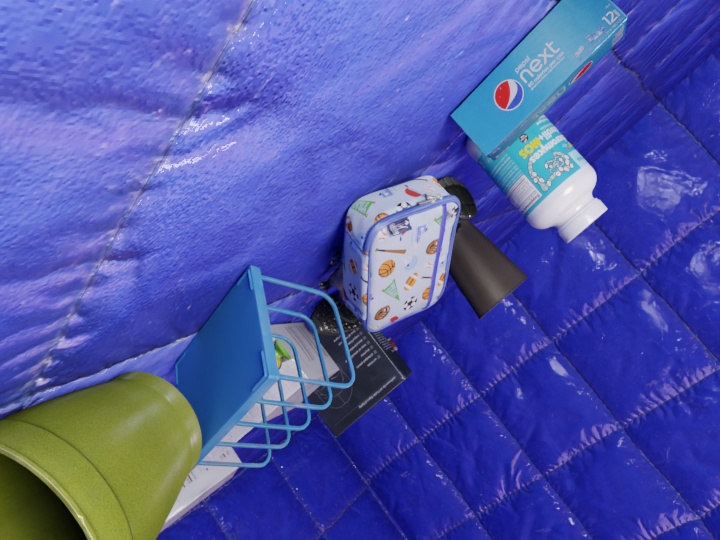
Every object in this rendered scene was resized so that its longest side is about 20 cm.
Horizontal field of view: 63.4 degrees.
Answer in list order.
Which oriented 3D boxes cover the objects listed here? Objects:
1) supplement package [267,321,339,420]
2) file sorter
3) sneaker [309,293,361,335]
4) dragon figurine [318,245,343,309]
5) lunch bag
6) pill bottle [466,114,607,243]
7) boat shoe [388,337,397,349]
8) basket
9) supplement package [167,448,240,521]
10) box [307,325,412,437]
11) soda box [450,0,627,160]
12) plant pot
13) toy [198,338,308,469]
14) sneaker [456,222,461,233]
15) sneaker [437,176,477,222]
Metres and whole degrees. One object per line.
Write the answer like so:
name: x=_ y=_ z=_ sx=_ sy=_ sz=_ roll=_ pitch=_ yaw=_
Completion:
supplement package: x=-0.132 y=0.164 z=0.962 sx=0.113 sy=0.110 sz=0.200 roll=-41 pitch=168 yaw=8
file sorter: x=-0.116 y=0.121 z=0.675 sx=0.121 sy=0.140 sz=0.200 roll=15 pitch=131 yaw=-37
sneaker: x=-0.033 y=0.083 z=1.086 sx=0.090 sy=0.077 sz=0.199 roll=-38 pitch=169 yaw=35
dragon figurine: x=0.000 y=0.000 z=0.892 sx=0.099 sy=0.059 sz=0.199 roll=-44 pitch=167 yaw=22
lunch bag: x=0.056 y=-0.023 z=0.765 sx=0.158 sy=0.076 sz=0.202 roll=-19 pitch=137 yaw=-26
pill bottle: x=0.247 y=-0.137 z=0.808 sx=0.110 sy=0.201 sz=0.111 roll=-37 pitch=169 yaw=-9
boat shoe: x=0.087 y=0.385 z=2.646 sx=0.200 sy=0.063 sz=0.071 roll=-44 pitch=170 yaw=26
basket: x=0.279 y=-0.011 z=1.396 sx=0.179 sy=0.201 sz=0.136 roll=-30 pitch=165 yaw=-42
supplement package: x=-0.351 y=0.407 z=1.142 sx=0.199 sy=0.110 sz=0.114 roll=-31 pitch=166 yaw=-36
box: x=-0.026 y=0.212 z=1.268 sx=0.199 sy=0.198 sz=0.124 roll=-40 pitch=169 yaw=9
soda box: x=0.202 y=-0.224 z=0.668 sx=0.200 sy=0.068 sz=0.064 roll=-44 pitch=168 yaw=19
plant pot: x=-0.252 y=0.196 z=0.546 sx=0.200 sy=0.201 sz=0.193 roll=-44 pitch=179 yaw=24
toy: x=-0.183 y=0.174 z=0.843 sx=0.199 sy=0.116 sz=0.047 roll=-40 pitch=-178 yaw=2
sneaker: x=0.112 y=-0.045 z=1.029 sx=0.117 sy=0.074 sz=0.201 roll=-29 pitch=163 yaw=-19
sneaker: x=0.105 y=-0.092 z=0.892 sx=0.198 sy=0.076 sz=0.079 roll=-14 pitch=164 yaw=-46
